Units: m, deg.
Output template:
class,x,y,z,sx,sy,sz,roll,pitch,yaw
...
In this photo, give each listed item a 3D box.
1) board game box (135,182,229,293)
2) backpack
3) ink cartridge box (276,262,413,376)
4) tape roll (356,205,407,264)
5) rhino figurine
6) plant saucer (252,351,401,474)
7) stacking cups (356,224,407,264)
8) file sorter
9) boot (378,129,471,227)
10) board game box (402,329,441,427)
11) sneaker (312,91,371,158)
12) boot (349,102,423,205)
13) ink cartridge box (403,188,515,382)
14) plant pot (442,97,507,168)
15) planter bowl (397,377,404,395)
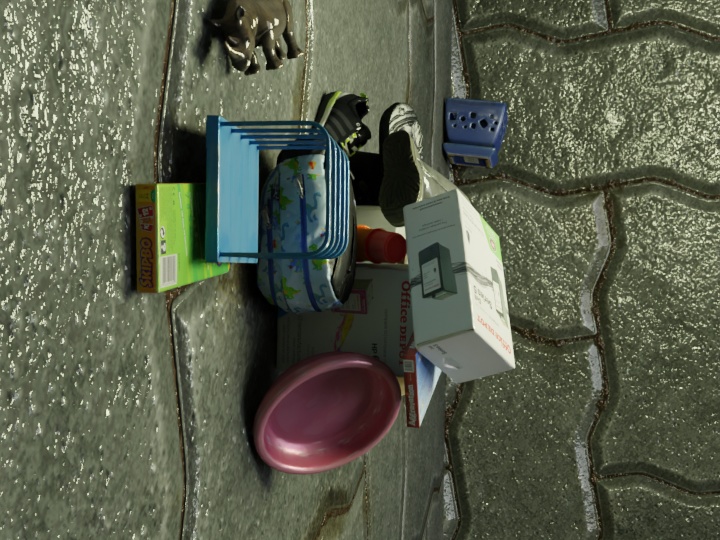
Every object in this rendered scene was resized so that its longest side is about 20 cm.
class,x,y,z,sx,sy,sz,roll,pitch,yaw
board game box,-0.167,-0.037,0.940,0.200,0.030,0.096,-21,112,-76
backpack,-0.064,-0.044,1.220,0.163,0.153,0.201,73,0,-69
ink cartridge box,-0.008,0.063,1.315,0.085,0.198,0.146,-13,104,-78
tape roll,0.000,0.000,1.500,0.203,0.138,0.205,1,90,-78
rhino figurine,-0.118,-0.262,1.065,0.200,0.059,0.088,-58,134,-65
plant saucer,-0.046,0.176,1.241,0.051,0.199,0.202,-123,-162,-45
stacking cups,-0.012,-0.033,1.318,0.060,0.199,0.061,-7,103,-35
file sorter,-0.080,-0.077,1.012,0.200,0.122,0.140,-2,93,-86
boot,0.104,-0.097,1.468,0.200,0.072,0.183,49,37,-46
board game box,0.088,0.107,1.266,0.200,0.019,0.104,-57,147,-62
sneaker,-0.026,-0.205,1.476,0.072,0.082,0.201,76,20,-52
boot,0.023,-0.178,1.564,0.076,0.167,0.201,-36,125,-34
ink cartridge box,0.126,0.023,1.240,0.145,0.083,0.201,40,40,-51
plant pot,0.367,-0.439,3.140,0.200,0.198,0.181,38,61,-77
planter bowl,0.042,0.123,1.674,0.201,0.199,0.135,70,-3,-61
